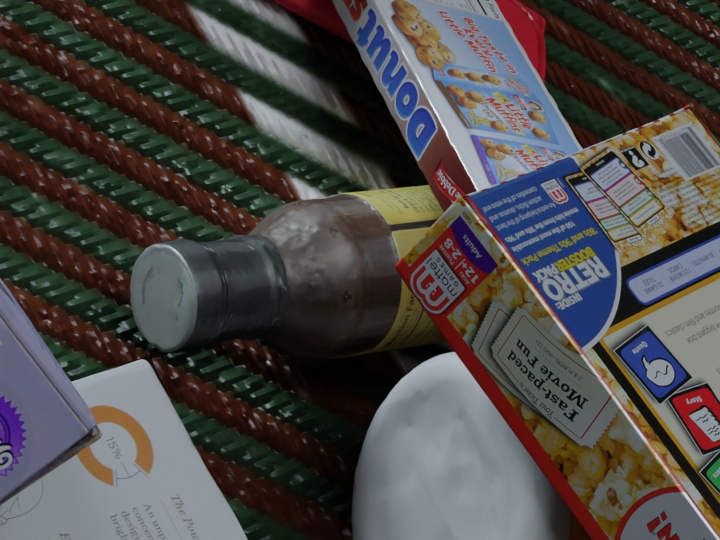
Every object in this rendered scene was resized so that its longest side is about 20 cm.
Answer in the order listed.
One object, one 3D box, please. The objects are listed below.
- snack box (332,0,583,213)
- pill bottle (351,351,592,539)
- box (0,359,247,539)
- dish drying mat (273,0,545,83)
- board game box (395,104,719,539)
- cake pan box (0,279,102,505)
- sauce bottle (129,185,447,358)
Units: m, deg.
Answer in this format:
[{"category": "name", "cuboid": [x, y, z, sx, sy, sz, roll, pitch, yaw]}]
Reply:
[{"category": "snack box", "cuboid": [0.040, -0.077, 1.069, 0.072, 0.024, 0.201, 9, 38, -33]}, {"category": "pill bottle", "cuboid": [0.105, 0.094, 0.996, 0.199, 0.116, 0.117, 6, 57, -37]}, {"category": "box", "cuboid": [-0.131, 0.122, 0.793, 0.199, 0.097, 0.125, -15, 71, -44]}, {"category": "dish drying mat", "cuboid": [-0.002, -0.130, 1.145, 0.199, 0.018, 0.077, 28, 47, -22]}, {"category": "board game box", "cuboid": [0.125, 0.046, 0.925, 0.151, 0.046, 0.200, -21, 71, -48]}, {"category": "cake pan box", "cuboid": [-0.160, -0.035, 0.744, 0.052, 0.200, 0.185, -35, 111, -7]}, {"category": "sauce bottle", "cuboid": [0.000, 0.000, 1.017, 0.199, 0.065, 0.065, -5, 64, -42]}]
